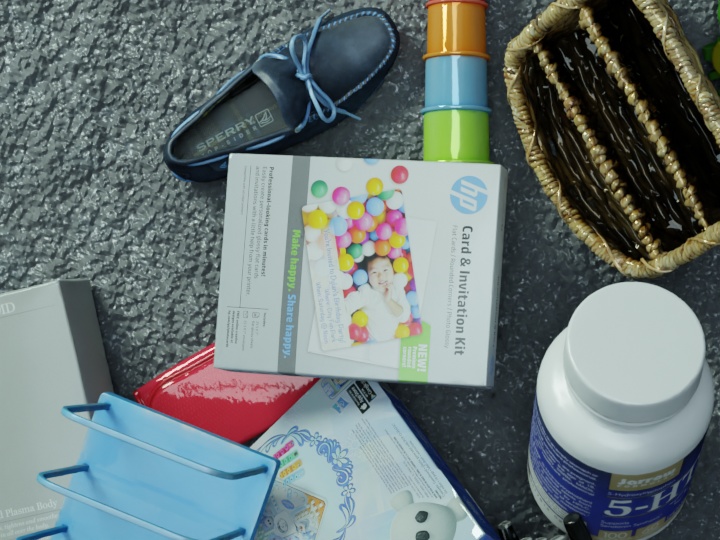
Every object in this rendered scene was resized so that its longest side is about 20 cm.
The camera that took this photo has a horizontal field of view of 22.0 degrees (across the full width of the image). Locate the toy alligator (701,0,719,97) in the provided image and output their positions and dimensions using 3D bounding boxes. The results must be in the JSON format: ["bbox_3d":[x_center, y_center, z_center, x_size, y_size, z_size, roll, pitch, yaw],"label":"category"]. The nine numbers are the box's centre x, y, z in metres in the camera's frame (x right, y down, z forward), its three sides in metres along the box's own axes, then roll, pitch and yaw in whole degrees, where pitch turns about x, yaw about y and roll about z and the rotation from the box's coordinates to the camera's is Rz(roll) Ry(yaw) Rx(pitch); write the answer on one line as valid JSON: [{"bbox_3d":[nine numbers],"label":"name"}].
[{"bbox_3d":[0.297,-0.112,1.338,0.054,0.059,0.201,-32,87,47],"label":"toy alligator"}]

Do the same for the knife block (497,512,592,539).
[{"bbox_3d":[0.164,0.262,1.292,0.199,0.064,0.176,29,131,6],"label":"knife block"}]

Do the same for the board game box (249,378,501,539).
[{"bbox_3d":[-0.023,0.191,1.309,0.199,0.043,0.200,-43,48,6],"label":"board game box"}]

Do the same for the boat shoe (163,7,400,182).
[{"bbox_3d":[-0.055,-0.122,1.363,0.200,0.069,0.084,-39,86,4],"label":"boat shoe"}]

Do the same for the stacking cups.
[{"bbox_3d":[0.072,-0.135,1.354,0.060,0.061,0.202,1,89,6],"label":"stacking cups"}]

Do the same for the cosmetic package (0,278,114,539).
[{"bbox_3d":[-0.237,0.112,1.370,0.106,0.090,0.202,-15,91,7],"label":"cosmetic package"}]

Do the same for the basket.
[{"bbox_3d":[0.183,-0.095,1.291,0.142,0.149,0.201,-29,86,15],"label":"basket"}]

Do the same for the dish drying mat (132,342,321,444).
[{"bbox_3d":[-0.070,0.075,1.387,0.199,0.018,0.077,-30,87,4],"label":"dish drying mat"}]

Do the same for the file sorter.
[{"bbox_3d":[-0.163,0.202,1.254,0.138,0.123,0.201,20,92,12],"label":"file sorter"}]

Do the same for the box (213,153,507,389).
[{"bbox_3d":[0.000,0.000,1.314,0.198,0.041,0.157,4,86,11],"label":"box"}]

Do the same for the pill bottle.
[{"bbox_3d":[0.177,0.096,1.257,0.119,0.200,0.121,-1,60,2],"label":"pill bottle"}]
